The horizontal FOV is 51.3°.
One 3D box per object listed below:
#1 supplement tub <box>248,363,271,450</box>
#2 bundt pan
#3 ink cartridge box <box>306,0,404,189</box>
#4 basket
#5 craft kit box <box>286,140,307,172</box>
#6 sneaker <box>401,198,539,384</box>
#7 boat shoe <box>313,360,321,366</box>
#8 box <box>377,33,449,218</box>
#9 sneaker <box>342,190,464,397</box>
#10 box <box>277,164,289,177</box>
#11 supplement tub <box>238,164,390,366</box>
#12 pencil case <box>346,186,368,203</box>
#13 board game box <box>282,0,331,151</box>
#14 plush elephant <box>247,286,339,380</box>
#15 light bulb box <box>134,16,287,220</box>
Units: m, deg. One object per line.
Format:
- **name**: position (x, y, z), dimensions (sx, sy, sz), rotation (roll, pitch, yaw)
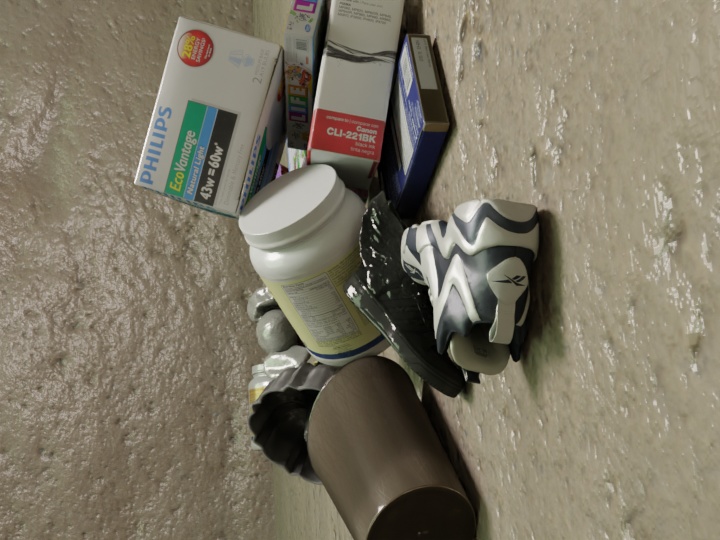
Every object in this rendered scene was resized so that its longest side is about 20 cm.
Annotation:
- **supplement tub**: position (-0.200, 0.333, 1.834), dimensions (0.145, 0.143, 0.203), rotation (129, 138, -72)
- **bundt pan**: position (-0.054, 0.208, 1.052), dimensions (0.076, 0.199, 0.204), rotation (-69, -10, -51)
- **ink cartridge box**: position (-0.009, -0.213, 0.882), dimensions (0.144, 0.083, 0.203), rotation (127, 151, -82)
- **basket**: position (0.030, 0.216, 0.783), dimensions (0.200, 0.134, 0.182), rotation (-128, 43, -64)
- **craft kit box**: position (-0.081, -0.233, 1.147), dimensions (0.198, 0.048, 0.202), rotation (114, 152, -67)
- **sneaker**: position (0.081, 0.027, 0.617), dimensions (0.199, 0.079, 0.131), rotation (158, 118, -67)
- **boat shoe**: position (-0.053, 0.176, 1.318), dimensions (0.202, 0.060, 0.073), rotation (-144, 53, -75)
- **box**: position (0.053, -0.145, 0.841), dimensions (0.201, 0.032, 0.122), rotation (109, 157, -58)
- **sneaker**: position (0.056, 0.022, 0.754), dimensions (0.200, 0.104, 0.060), rotation (46, -172, 25)
- **box**: position (-0.082, -0.077, 1.253), dimensions (0.039, 0.136, 0.201), rotation (-43, 39, 27)
- **supplement tub**: position (-0.039, -0.005, 0.866), dimensions (0.201, 0.144, 0.145), rotation (61, -176, -32)
- **pencil case**: position (-0.035, -0.088, 1.022), dimensions (0.200, 0.086, 0.089), rotation (-69, -18, -74)
- **board game box**: position (-0.063, -0.262, 0.917), dimensions (0.201, 0.034, 0.136), rotation (97, -178, -61)
- **plush elephant**: position (-0.088, 0.099, 1.151), dimensions (0.201, 0.153, 0.166), rotation (73, -174, -59)
- **light bulb box**: position (-0.165, -0.170, 0.918), dimensions (0.200, 0.123, 0.201), rotation (-26, -48, -89)
